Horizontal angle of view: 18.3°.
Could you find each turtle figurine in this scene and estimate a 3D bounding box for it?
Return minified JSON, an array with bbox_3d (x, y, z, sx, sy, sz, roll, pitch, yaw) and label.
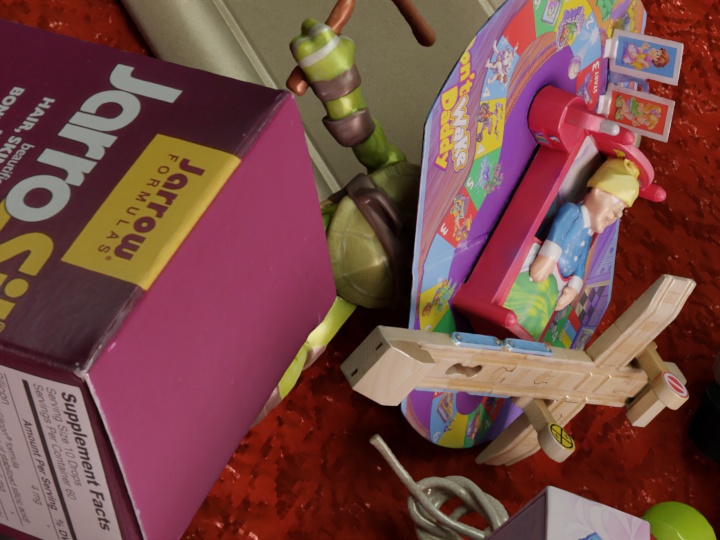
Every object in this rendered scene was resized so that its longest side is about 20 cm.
[{"bbox_3d":[0.000,0.000,0.873,0.161,0.064,0.201,-34,123,-23],"label":"turtle figurine"}]

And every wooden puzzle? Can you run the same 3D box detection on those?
[{"bbox_3d":[0.007,-0.094,0.995,0.199,0.037,0.186,-24,75,-35],"label":"wooden puzzle"}]

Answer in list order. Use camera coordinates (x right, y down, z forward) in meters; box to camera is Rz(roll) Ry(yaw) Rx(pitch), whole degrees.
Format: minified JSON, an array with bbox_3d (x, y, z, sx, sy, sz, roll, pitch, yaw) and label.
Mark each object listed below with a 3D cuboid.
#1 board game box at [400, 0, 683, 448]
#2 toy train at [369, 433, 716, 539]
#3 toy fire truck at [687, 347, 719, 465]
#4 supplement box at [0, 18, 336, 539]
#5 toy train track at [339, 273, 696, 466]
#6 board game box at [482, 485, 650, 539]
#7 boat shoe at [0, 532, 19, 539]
[{"bbox_3d":[0.081,-0.018,0.884,0.039,0.201,0.158,20,28,32],"label":"board game box"},{"bbox_3d":[0.102,0.120,0.885,0.200,0.085,0.116,47,32,12],"label":"toy train"},{"bbox_3d":[0.258,0.091,0.950,0.199,0.129,0.176,9,26,-22],"label":"toy fire truck"},{"bbox_3d":[-0.128,-0.003,0.730,0.199,0.104,0.131,15,50,23],"label":"supplement box"},{"bbox_3d":[0.069,0.048,0.858,0.199,0.115,0.033,9,41,-50],"label":"toy train track"},{"bbox_3d":[0.020,0.199,0.690,0.041,0.200,0.201,20,52,-20],"label":"board game box"},{"bbox_3d":[-0.126,0.078,0.774,0.073,0.067,0.200,-23,49,-10],"label":"boat shoe"}]
